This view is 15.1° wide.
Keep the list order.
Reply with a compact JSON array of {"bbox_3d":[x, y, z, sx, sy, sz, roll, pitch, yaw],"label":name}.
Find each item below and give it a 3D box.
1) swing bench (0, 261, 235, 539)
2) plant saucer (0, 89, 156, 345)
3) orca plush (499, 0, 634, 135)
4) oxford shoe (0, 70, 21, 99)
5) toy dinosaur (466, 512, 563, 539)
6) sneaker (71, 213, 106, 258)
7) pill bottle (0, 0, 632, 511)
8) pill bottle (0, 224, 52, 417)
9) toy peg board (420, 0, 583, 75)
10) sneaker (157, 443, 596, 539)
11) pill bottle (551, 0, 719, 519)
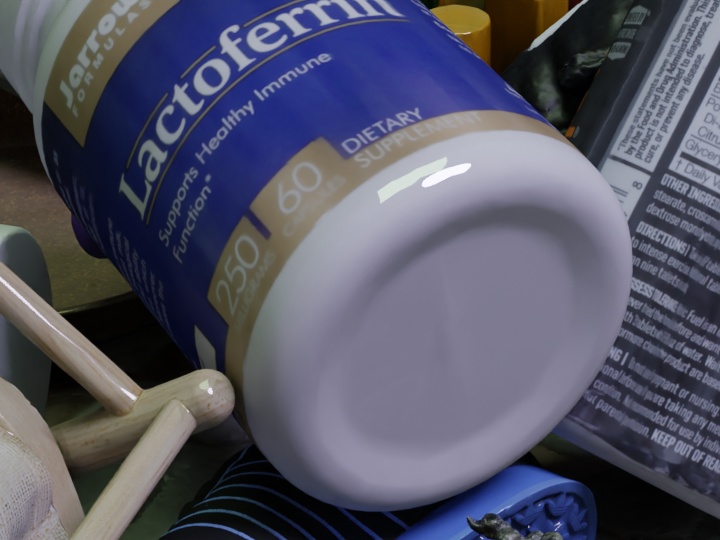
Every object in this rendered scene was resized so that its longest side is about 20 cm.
[{"bbox_3d":[-0.165,0.090,0.662,0.130,0.200,0.199,43,37,-7],"label":"swing bench"},{"bbox_3d":[-0.124,-0.020,0.965,0.200,0.037,0.201,-1,30,0],"label":"plant saucer"},{"bbox_3d":[0.072,-0.069,0.889,0.200,0.106,0.071,-12,-12,25],"label":"orca plush"},{"bbox_3d":[-0.128,-0.128,1.015,0.073,0.085,0.200,-21,52,-31],"label":"oxford shoe"},{"bbox_3d":[0.018,0.108,0.690,0.200,0.088,0.047,-15,20,-22],"label":"toy dinosaur"},{"bbox_3d":[0.000,0.000,0.882,0.199,0.081,0.084,17,57,2],"label":"sneaker"},{"bbox_3d":[-0.023,-0.034,0.765,0.115,0.116,0.200,-18,42,-25],"label":"pill bottle"},{"bbox_3d":[-0.200,0.019,0.828,0.199,0.112,0.111,5,31,12],"label":"pill bottle"},{"bbox_3d":[0.062,-0.098,1.028,0.199,0.098,0.200,25,40,38],"label":"toy peg board"},{"bbox_3d":[-0.029,0.090,0.747,0.200,0.070,0.078,-18,32,-38],"label":"sneaker"},{"bbox_3d":[0.116,-0.034,0.802,0.106,0.200,0.106,28,-1,1],"label":"pill bottle"}]
